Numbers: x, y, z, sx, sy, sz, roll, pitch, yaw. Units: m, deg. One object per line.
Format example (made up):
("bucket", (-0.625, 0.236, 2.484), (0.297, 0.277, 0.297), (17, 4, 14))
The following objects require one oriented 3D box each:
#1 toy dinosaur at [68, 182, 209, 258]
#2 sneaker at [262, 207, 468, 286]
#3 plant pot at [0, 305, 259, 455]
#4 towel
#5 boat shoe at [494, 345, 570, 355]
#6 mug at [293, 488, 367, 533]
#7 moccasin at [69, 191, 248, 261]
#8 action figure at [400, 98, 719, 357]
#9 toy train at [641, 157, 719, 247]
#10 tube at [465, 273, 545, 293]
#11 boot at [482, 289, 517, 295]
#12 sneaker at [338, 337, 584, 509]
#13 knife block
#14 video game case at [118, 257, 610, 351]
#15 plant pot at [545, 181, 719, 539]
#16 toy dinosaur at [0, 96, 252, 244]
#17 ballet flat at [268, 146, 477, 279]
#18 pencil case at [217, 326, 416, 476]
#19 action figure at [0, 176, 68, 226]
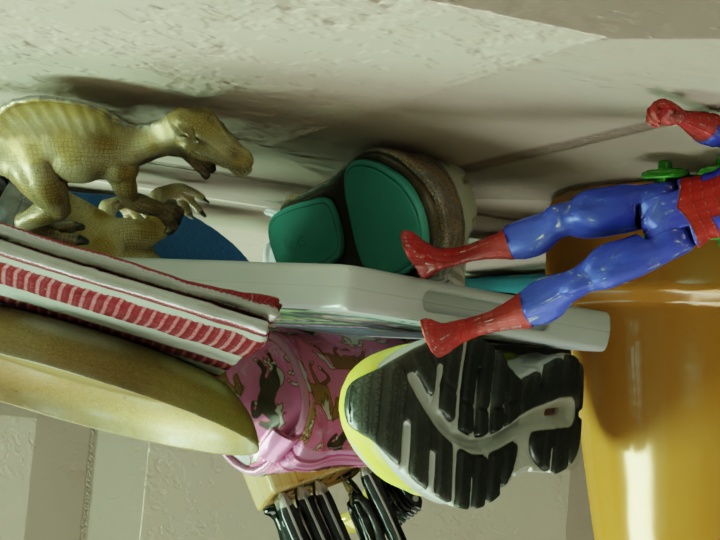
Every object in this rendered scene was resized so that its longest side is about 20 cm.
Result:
("toy dinosaur", (-0.133, -0.015, 1.048), (0.058, 0.200, 0.101), (-37, -175, 36))
("sneaker", (0.000, 0.000, 1.097), (0.115, 0.075, 0.200), (2, 177, -2))
("plant pot", (-0.143, 0.051, 0.938), (0.200, 0.028, 0.200), (15, 167, 4))
("towel", (-0.120, 0.014, 0.860), (0.144, 0.023, 0.200), (17, 167, -11))
("boat shoe", (0.130, 0.050, 1.128), (0.069, 0.084, 0.200), (31, -137, 32))
("mug", (0.013, 0.101, 1.455), (0.153, 0.187, 0.149), (3, -178, 37))
("moccasin", (-0.163, -0.012, 1.161), (0.200, 0.081, 0.068), (19, 156, -12))
("action figure", (0.112, -0.026, 0.760), (0.200, 0.065, 0.099), (-16, 158, 9))
("toy train", (0.214, -0.031, 0.842), (0.200, 0.042, 0.056), (0, -179, 38))
("tube", (0.110, 0.025, 1.382), (0.077, 0.050, 0.200), (22, 172, -25))
("boot", (0.080, 0.033, 1.273), (0.200, 0.064, 0.186), (3, -175, 35))
("sneaker", (0.032, 0.068, 0.905), (0.090, 0.078, 0.200), (6, 177, 28))
("knife block", (-0.051, 0.111, 1.199), (0.200, 0.176, 0.064), (25, 158, -4))
("video game case", (-0.012, 0.017, 0.929), (0.182, 0.023, 0.200), (11, 174, -44))
("plant pot", (0.193, 0.060, 1.005), (0.200, 0.183, 0.200), (5, 173, 1))
("toy dinosaur", (-0.140, -0.052, 0.860), (0.200, 0.058, 0.101), (-4, 156, 10))
("ballet flat", (0.017, -0.029, 0.947), (0.067, 0.068, 0.200), (-14, -175, -23))
("pencil case", (-0.001, 0.077, 1.096), (0.086, 0.083, 0.200), (14, -176, 41))
("action figure", (-0.241, -0.038, 0.952), (0.200, 0.069, 0.130), (11, -171, 7))
